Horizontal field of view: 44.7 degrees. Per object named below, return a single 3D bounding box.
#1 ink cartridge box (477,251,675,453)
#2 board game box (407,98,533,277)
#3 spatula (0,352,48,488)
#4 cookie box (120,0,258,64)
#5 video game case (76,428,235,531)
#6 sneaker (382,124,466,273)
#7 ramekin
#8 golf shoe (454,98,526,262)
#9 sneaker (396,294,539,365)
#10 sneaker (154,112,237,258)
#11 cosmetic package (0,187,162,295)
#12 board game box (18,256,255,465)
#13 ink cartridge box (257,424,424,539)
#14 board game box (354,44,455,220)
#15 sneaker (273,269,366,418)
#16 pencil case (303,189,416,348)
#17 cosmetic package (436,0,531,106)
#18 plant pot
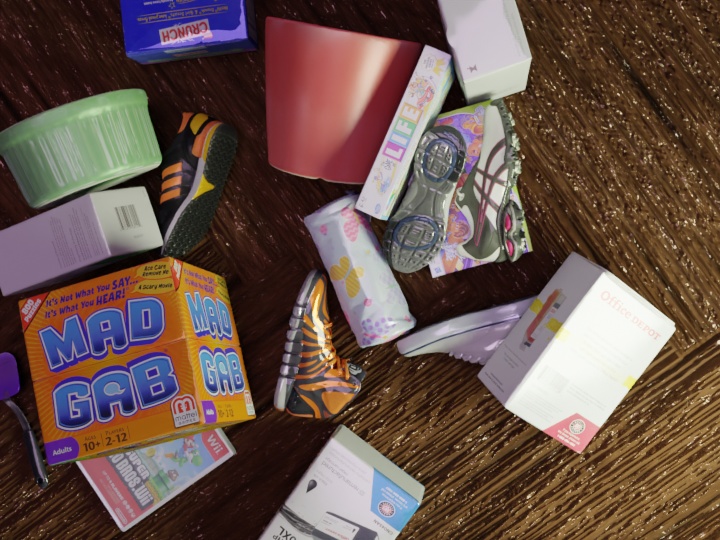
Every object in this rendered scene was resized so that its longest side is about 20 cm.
[{"bbox_3d":[0.266,0.101,1.080,0.145,0.083,0.200,33,97,-26],"label":"ink cartridge box"},{"bbox_3d":[0.133,-0.105,1.135,0.134,0.045,0.201,-15,90,8],"label":"board game box"},{"bbox_3d":[-0.481,0.214,1.240,0.056,0.021,0.201,-21,92,20],"label":"spatula"},{"bbox_3d":[-0.231,-0.386,1.155,0.170,0.075,0.201,-5,92,7],"label":"cookie box"},{"bbox_3d":[-0.292,0.251,1.220,0.200,0.017,0.143,-36,87,7],"label":"video game case"},{"bbox_3d":[0.087,-0.088,1.085,0.074,0.087,0.201,24,114,4],"label":"sneaker"},{"bbox_3d":[-0.355,-0.153,1.125,0.199,0.200,0.098,-19,97,8],"label":"ramekin"},{"bbox_3d":[0.156,-0.109,1.073,0.088,0.077,0.201,-2,91,15],"label":"golf shoe"},{"bbox_3d":[0.148,0.090,1.127,0.199,0.073,0.071,-16,87,8],"label":"sneaker"},{"bbox_3d":[-0.240,-0.116,1.181,0.090,0.070,0.201,29,99,26],"label":"sneaker"},{"bbox_3d":[-0.373,-0.039,1.138,0.199,0.108,0.085,-18,92,29],"label":"cosmetic package"},{"bbox_3d":[-0.273,0.117,1.106,0.199,0.200,0.201,-15,80,8],"label":"board game box"},{"bbox_3d":[-0.031,0.332,1.155,0.144,0.084,0.200,35,97,5],"label":"ink cartridge box"},{"bbox_3d":[0.056,-0.158,1.053,0.034,0.134,0.201,25,95,6],"label":"board game box"},{"bbox_3d":[-0.042,0.102,1.159,0.111,0.078,0.201,13,105,3],"label":"sneaker"},{"bbox_3d":[0.000,0.000,1.138,0.083,0.091,0.201,-24,89,26],"label":"pencil case"},{"bbox_3d":[0.148,-0.269,1.048,0.084,0.200,0.108,-17,91,8],"label":"cosmetic package"},{"bbox_3d":[-0.033,-0.209,1.089,0.199,0.200,0.178,11,105,7],"label":"plant pot"}]
